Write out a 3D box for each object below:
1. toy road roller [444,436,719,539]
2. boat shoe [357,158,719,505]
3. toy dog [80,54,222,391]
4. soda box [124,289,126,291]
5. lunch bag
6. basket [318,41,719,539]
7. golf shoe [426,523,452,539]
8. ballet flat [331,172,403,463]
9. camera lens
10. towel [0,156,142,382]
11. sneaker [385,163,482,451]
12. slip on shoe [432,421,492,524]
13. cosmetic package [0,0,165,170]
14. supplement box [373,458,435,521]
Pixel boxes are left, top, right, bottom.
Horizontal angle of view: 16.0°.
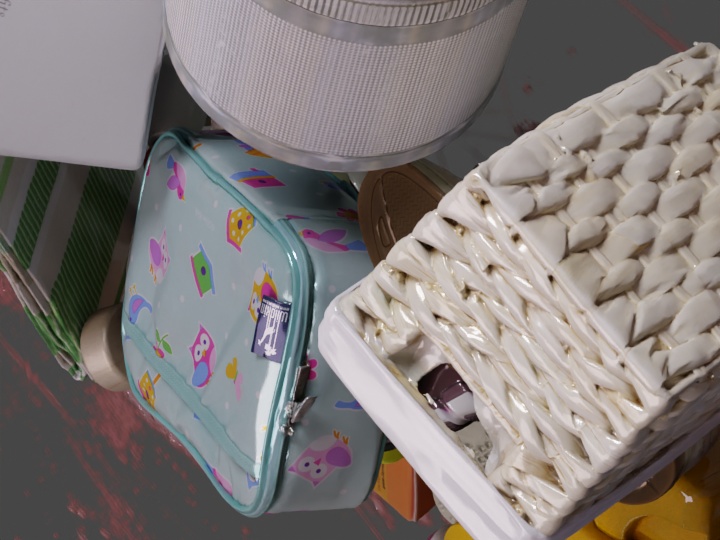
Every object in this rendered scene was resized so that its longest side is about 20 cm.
[{"bbox_3d":[0.144,0.123,1.253,0.200,0.123,0.146,31,132,38],"label":"toy road roller"},{"bbox_3d":[0.082,0.019,1.175,0.200,0.065,0.072,44,132,12],"label":"boat shoe"},{"bbox_3d":[-0.088,-0.017,1.466,0.132,0.200,0.096,9,166,40],"label":"toy dog"},{"bbox_3d":[-0.080,0.049,1.607,0.200,0.064,0.068,61,154,-11],"label":"soda box"},{"bbox_3d":[-0.053,0.027,1.277,0.200,0.077,0.160,45,127,54],"label":"lunch bag"},{"bbox_3d":[0.105,0.008,1.061,0.136,0.200,0.123,50,134,10],"label":"basket"},{"bbox_3d":[0.118,0.196,1.455,0.200,0.075,0.092,38,135,27],"label":"golf shoe"},{"bbox_3d":[0.000,0.000,1.351,0.067,0.067,0.200,-33,65,50],"label":"ballet flat"},{"bbox_3d":[0.000,-0.150,1.108,0.160,0.160,0.200,47,153,16],"label":"camera lens"},{"bbox_3d":[-0.176,-0.051,1.432,0.023,0.153,0.200,-3,142,22],"label":"towel"},{"bbox_3d":[0.059,0.010,1.258,0.200,0.076,0.116,-23,90,27],"label":"sneaker"},{"bbox_3d":[0.074,0.047,1.342,0.074,0.061,0.200,17,128,21],"label":"slip on shoe"},{"bbox_3d":[-0.192,-0.170,1.258,0.165,0.200,0.165,-96,16,-49],"label":"cosmetic package"},{"bbox_3d":[-0.014,0.055,1.497,0.200,0.067,0.069,37,150,31],"label":"supplement box"}]
